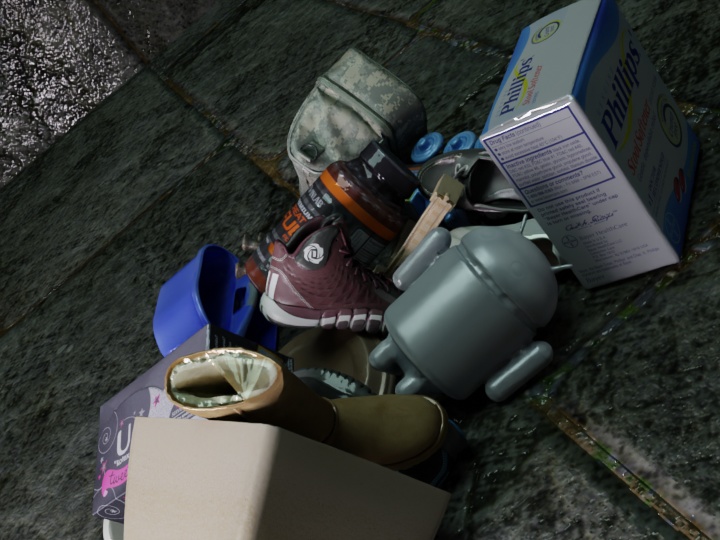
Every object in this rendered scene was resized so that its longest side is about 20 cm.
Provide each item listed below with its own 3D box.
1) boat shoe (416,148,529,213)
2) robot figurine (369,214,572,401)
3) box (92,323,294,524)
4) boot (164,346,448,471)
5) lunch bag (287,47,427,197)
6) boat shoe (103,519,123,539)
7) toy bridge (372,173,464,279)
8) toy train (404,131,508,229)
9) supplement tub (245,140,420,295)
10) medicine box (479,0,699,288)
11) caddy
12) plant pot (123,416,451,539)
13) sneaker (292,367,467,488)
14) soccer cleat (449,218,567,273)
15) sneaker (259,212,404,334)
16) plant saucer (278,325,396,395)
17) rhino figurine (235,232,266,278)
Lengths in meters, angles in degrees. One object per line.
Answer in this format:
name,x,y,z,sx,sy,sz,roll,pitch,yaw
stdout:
boat shoe,0.146,-0.094,1.236,0.199,0.067,0.057,7,3,23
robot figurine,0.101,0.039,1.096,0.200,0.170,0.113,-43,-18,9
box,-0.169,0.167,1.187,0.200,0.114,0.133,-36,43,36
boot,-0.036,0.114,0.955,0.174,0.200,0.067,-12,64,16
lunch bag,-0.013,-0.145,1.464,0.168,0.139,0.200,-45,-18,-13
boat shoe,-0.240,0.240,1.314,0.072,0.070,0.201,-45,19,38
toy bridge,0.051,-0.024,1.274,0.200,0.027,0.067,-55,7,50
toy train,0.114,-0.097,1.355,0.199,0.087,0.115,2,56,50
supplement tub,-0.026,-0.044,1.276,0.200,0.107,0.107,-48,24,9
medicine box,0.221,-0.121,1.108,0.103,0.200,0.183,-19,33,36
caddy,-0.163,0.055,1.408,0.105,0.141,0.200,-34,27,17
plant pot,-0.078,0.233,0.947,0.199,0.199,0.178,-6,63,49
sneaker,-0.004,0.148,1.078,0.199,0.073,0.082,15,67,36
soccer cleat,0.132,-0.012,1.199,0.199,0.070,0.078,-15,17,35
sneaker,0.000,0.000,1.203,0.199,0.116,0.076,2,13,-20
plant saucer,-0.050,0.135,1.207,0.199,0.029,0.201,-27,43,28
rhino figurine,-0.085,-0.016,1.436,0.087,0.060,0.200,7,6,9
